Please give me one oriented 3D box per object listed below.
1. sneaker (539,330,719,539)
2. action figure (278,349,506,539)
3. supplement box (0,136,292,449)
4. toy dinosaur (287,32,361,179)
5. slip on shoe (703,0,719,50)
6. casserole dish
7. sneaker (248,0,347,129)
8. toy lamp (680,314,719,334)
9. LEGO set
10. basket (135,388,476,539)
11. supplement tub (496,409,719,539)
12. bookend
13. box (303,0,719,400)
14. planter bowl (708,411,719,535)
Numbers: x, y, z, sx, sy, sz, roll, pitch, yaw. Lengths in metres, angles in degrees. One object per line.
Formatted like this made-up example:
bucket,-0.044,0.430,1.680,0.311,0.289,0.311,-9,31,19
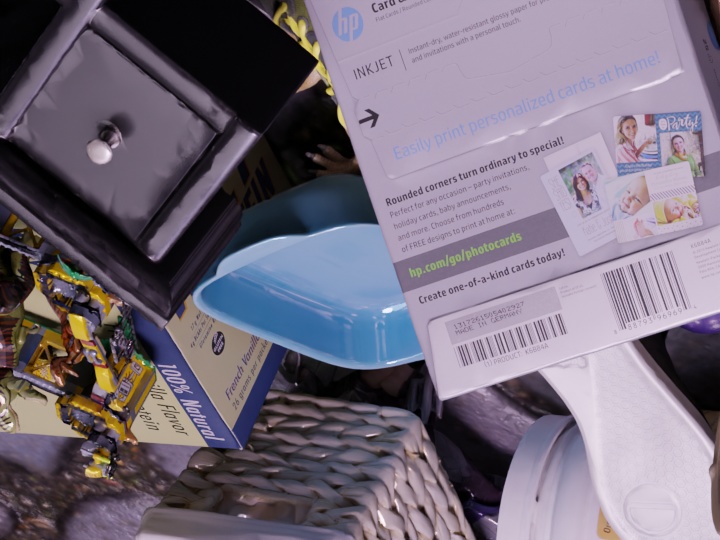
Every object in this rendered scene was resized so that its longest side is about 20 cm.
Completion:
sneaker,0.141,0.059,1.320,0.071,0.099,0.200,-28,99,25
action figure,0.029,0.103,1.503,0.200,0.070,0.130,38,153,-13
supplement box,-0.157,-0.024,1.378,0.199,0.135,0.200,2,141,29
toy dinosaur,0.013,-0.086,1.261,0.199,0.058,0.101,27,145,-6
slip on shoe,0.157,-0.096,1.150,0.060,0.076,0.200,2,149,18
casserole dish,0.000,0.000,1.339,0.121,0.039,0.200,-24,154,28
sneaker,0.004,-0.100,1.177,0.199,0.085,0.074,25,171,7
toy lamp,0.154,-0.003,1.207,0.058,0.058,0.200,16,176,12
LEGO set,-0.177,0.042,1.233,0.153,0.116,0.200,26,153,4
basket,-0.012,0.172,1.459,0.135,0.124,0.200,7,139,33
supplement tub,0.184,0.145,1.397,0.199,0.145,0.145,5,142,26
bookend,-0.093,-0.118,1.080,0.200,0.092,0.199,39,124,-4
box,0.073,-0.064,1.102,0.155,0.041,0.201,-19,91,23
planter bowl,0.234,0.074,1.198,0.134,0.201,0.201,12,146,-3
